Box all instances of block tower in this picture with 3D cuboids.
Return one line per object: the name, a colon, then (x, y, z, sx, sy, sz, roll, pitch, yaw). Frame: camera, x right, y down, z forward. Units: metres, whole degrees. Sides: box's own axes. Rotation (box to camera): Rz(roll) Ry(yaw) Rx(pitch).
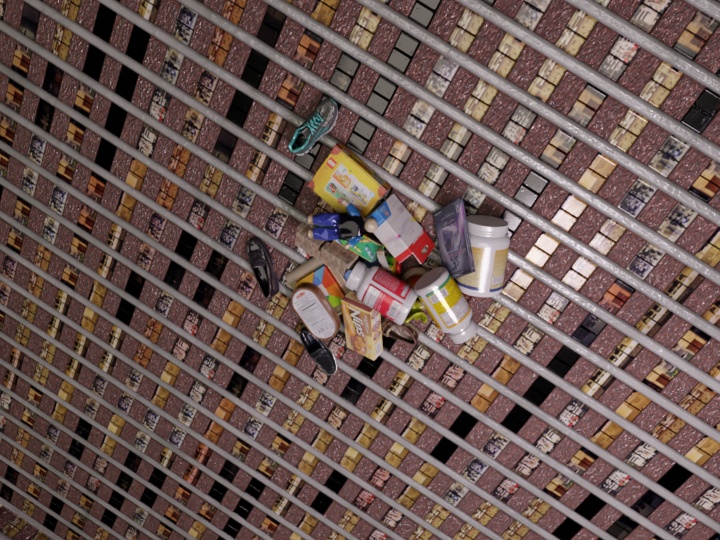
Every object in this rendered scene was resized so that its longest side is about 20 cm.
block tower: (-0.105, -0.062, 1.560, 0.198, 0.054, 0.058, 31, 139, 13)

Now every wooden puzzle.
wooden puzzle: (-0.127, 0.063, 1.705, 0.183, 0.037, 0.202, -29, 97, 26)

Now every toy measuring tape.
toy measuring tape: (0.083, -0.030, 1.572, 0.072, 0.075, 0.201, -3, 152, 15)

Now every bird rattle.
bird rattle: (0.186, 0.065, 1.601, 0.200, 0.112, 0.164, -45, 73, 23)

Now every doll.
doll: (-0.049, -0.130, 1.490, 0.195, 0.048, 0.140, 2, 94, 12)

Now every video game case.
video game case: (0.259, -0.083, 1.481, 0.019, 0.143, 0.205, -4, 81, -23)

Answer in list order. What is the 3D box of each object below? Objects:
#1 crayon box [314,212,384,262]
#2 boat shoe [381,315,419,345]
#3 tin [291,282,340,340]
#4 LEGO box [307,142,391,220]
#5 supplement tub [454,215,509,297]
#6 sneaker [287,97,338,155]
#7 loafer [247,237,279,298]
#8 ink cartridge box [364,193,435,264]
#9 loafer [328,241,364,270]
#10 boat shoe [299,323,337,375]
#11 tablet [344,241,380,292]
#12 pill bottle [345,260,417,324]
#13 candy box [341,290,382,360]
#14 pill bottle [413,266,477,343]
crayon box: (-0.029, -0.099, 1.575, 0.198, 0.119, 0.059, 31, 98, 7)
boat shoe: (0.095, 0.173, 1.675, 0.198, 0.072, 0.073, 33, 113, 2)
tin: (-0.143, 0.134, 1.705, 0.111, 0.042, 0.202, -30, 101, 22)
LEGO box: (-0.033, -0.249, 1.559, 0.199, 0.077, 0.149, 41, 113, -2)
supplement tub: (0.342, -0.042, 1.497, 0.141, 0.145, 0.205, 8, 111, 11)
sneaker: (-0.139, -0.405, 1.525, 0.077, 0.091, 0.200, 41, 113, -3)
loafer: (-0.320, -0.006, 1.725, 0.070, 0.063, 0.204, -15, 104, 18)
ink cartridge box: (0.117, -0.108, 1.541, 0.201, 0.116, 0.067, 50, 134, -5)
loafer: (-0.068, -0.043, 1.628, 0.199, 0.073, 0.072, 38, 106, 10)
boat shoe: (-0.144, 0.270, 1.777, 0.074, 0.062, 0.203, -24, 102, 19)
tablet: (0.000, 0.000, 1.672, 0.127, 0.014, 0.205, 7, 111, 12)
pill bottle: (0.060, 0.060, 1.533, 0.198, 0.112, 0.114, 31, 114, 7)
candy box: (0.006, 0.174, 1.658, 0.114, 0.055, 0.203, 21, 133, 31)
pill bottle: (0.244, 0.101, 1.489, 0.112, 0.113, 0.202, -30, 105, 21)
